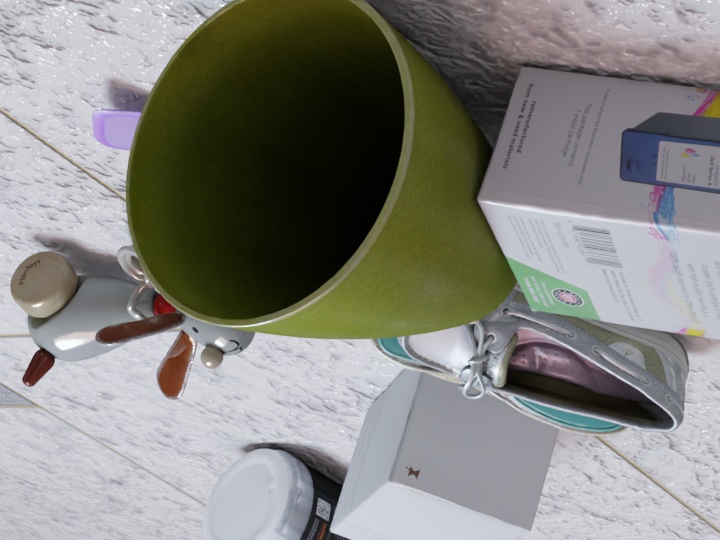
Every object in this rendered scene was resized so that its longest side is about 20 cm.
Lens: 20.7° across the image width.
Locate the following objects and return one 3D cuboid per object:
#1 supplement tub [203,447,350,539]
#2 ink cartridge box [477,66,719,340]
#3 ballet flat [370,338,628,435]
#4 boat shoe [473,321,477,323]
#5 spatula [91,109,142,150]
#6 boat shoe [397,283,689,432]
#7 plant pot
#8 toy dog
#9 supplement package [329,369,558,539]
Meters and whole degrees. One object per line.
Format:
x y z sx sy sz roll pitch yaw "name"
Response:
-0.043 0.260 1.873 0.122 0.123 0.200 -7 147 46 "supplement tub"
0.182 -0.028 1.064 0.199 0.088 0.145 11 157 23 "ink cartridge box"
0.102 0.059 1.390 0.200 0.068 0.062 22 -173 1 "ballet flat"
0.000 0.000 1.294 0.200 0.069 0.074 3 153 34 "boat shoe"
-0.073 -0.068 1.257 0.199 0.021 0.057 18 157 0 "spatula"
0.120 0.059 1.313 0.201 0.065 0.075 16 127 -1 "boat shoe"
0.006 -0.036 1.095 0.187 0.188 0.200 1 166 37 "plant pot"
-0.187 0.052 1.508 0.200 0.097 0.132 -4 149 44 "toy dog"
0.065 0.152 1.541 0.117 0.117 0.200 21 159 -6 "supplement package"
